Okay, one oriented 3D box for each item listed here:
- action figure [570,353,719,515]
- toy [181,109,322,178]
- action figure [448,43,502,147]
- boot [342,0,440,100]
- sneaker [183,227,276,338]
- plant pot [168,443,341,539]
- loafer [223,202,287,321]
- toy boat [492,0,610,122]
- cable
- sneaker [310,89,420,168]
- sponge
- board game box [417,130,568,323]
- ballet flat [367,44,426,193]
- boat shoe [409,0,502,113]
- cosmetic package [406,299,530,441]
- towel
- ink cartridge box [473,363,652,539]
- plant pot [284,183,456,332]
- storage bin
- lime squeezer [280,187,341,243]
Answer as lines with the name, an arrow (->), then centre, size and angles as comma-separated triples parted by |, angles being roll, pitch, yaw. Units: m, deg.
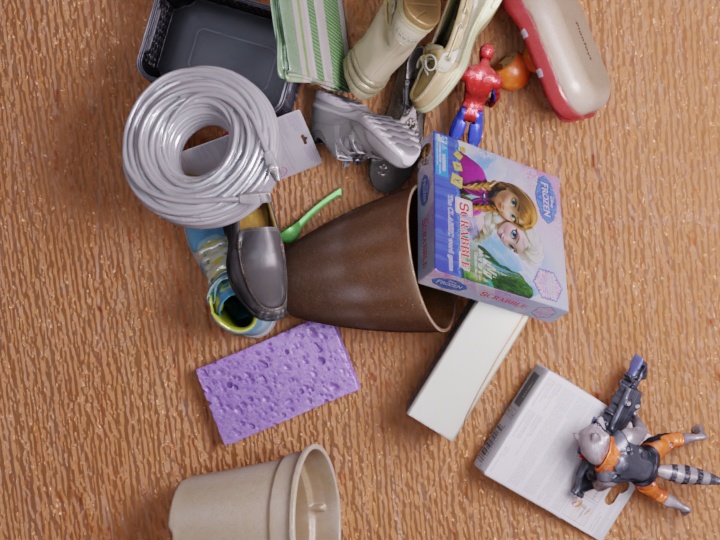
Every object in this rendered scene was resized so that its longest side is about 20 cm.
action figure -> 0.361, 0.217, 1.340 | 0.193, 0.105, 0.201 | 13, 100, -22
toy -> -0.162, -0.155, 1.394 | 0.199, 0.115, 0.047 | -22, 57, 2
action figure -> 0.143, -0.205, 1.391 | 0.065, 0.099, 0.201 | 14, 114, 0
boot -> 0.044, -0.322, 1.370 | 0.073, 0.200, 0.156 | 27, 131, -18
sneaker -> -0.177, -0.003, 1.373 | 0.079, 0.131, 0.200 | -32, 87, 4
plant pot -> -0.139, 0.330, 1.357 | 0.183, 0.200, 0.201 | -6, 90, 14
loafer -> -0.130, -0.031, 1.311 | 0.072, 0.072, 0.201 | -5, 57, -25
toy boat -> 0.228, -0.277, 1.364 | 0.130, 0.130, 0.201 | -22, 89, 32
cable -> -0.192, -0.151, 1.295 | 0.199, 0.069, 0.201 | -12, 75, 11
sneaker -> 0.004, -0.165, 1.359 | 0.075, 0.200, 0.082 | 5, 111, -39
sponge -> -0.111, 0.146, 1.421 | 0.199, 0.030, 0.112 | -23, 89, 4
board game box -> 0.163, -0.054, 1.308 | 0.199, 0.041, 0.201 | 16, 58, -25
ballet flat -> 0.055, -0.202, 1.404 | 0.067, 0.046, 0.201 | 12, 97, -18
boat shoe -> 0.111, -0.296, 1.332 | 0.063, 0.073, 0.201 | 27, 100, -25
cosmetic package -> 0.140, 0.112, 1.369 | 0.073, 0.104, 0.201 | 31, 93, 2
towel -> -0.061, -0.304, 1.332 | 0.023, 0.200, 0.153 | -7, 90, 23
ink cartridge box -> 0.275, 0.242, 1.401 | 0.200, 0.057, 0.163 | 31, 92, -18
plant pot -> 0.000, 0.000, 1.350 | 0.199, 0.187, 0.188 | -10, 90, 20
storage bin -> -0.176, -0.286, 1.388 | 0.199, 0.094, 0.136 | 17, 92, 4
lime squeezer -> -0.122, -0.069, 1.404 | 0.199, 0.038, 0.071 | -3, 109, -9
